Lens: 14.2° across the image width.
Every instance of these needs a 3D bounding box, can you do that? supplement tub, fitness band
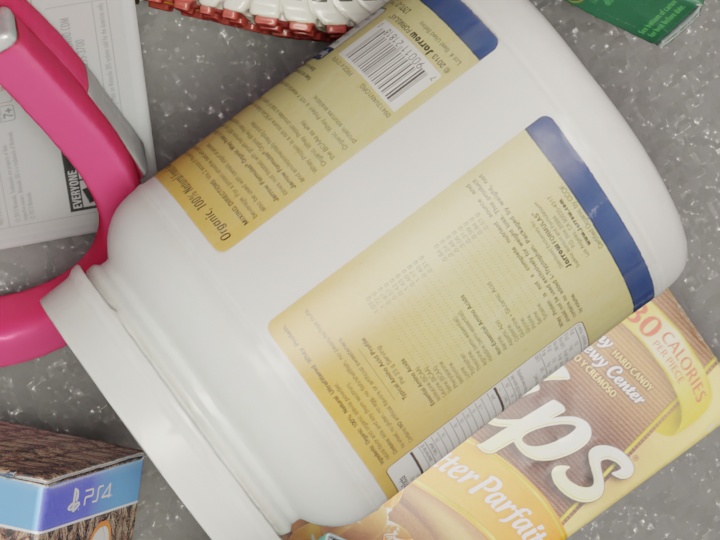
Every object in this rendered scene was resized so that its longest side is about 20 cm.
[{"bbox_3d":[0.000,0.000,1.033,0.200,0.144,0.145,-36,100,-4],"label":"supplement tub"},{"bbox_3d":[-0.160,-0.034,1.050,0.143,0.038,0.200,-26,136,11],"label":"fitness band"}]

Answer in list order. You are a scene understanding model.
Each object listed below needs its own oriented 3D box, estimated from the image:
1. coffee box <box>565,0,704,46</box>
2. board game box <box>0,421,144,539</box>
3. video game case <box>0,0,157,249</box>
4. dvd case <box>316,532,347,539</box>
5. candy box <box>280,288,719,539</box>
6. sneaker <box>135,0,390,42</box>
[{"bbox_3d":[0.051,-0.183,1.095,0.199,0.044,0.123,24,64,-11],"label":"coffee box"},{"bbox_3d":[-0.182,0.153,1.063,0.159,0.097,0.201,11,95,16],"label":"board game box"},{"bbox_3d":[-0.170,-0.077,1.045,0.181,0.023,0.200,-11,138,-7],"label":"video game case"},{"bbox_3d":[0.027,0.170,1.092,0.200,0.146,0.022,27,49,-24],"label":"dvd case"},{"bbox_3d":[0.036,0.062,1.135,0.200,0.055,0.116,-36,99,-3],"label":"candy box"},{"bbox_3d":[-0.053,-0.135,1.090,0.199,0.078,0.083,13,93,-10],"label":"sneaker"}]
